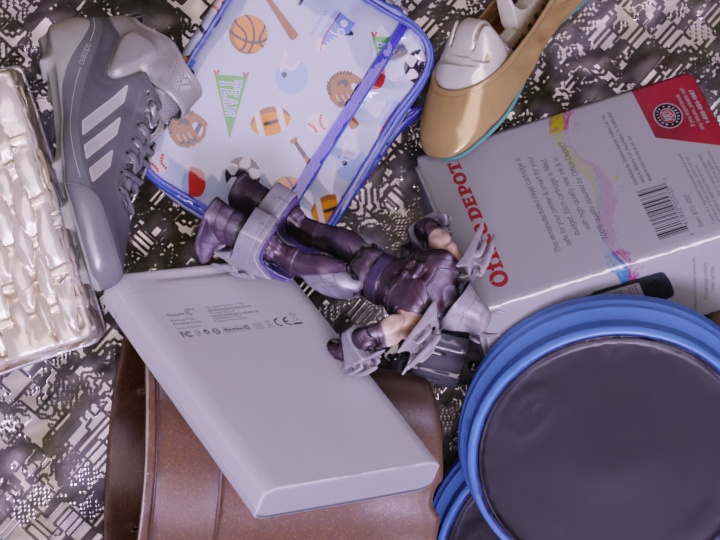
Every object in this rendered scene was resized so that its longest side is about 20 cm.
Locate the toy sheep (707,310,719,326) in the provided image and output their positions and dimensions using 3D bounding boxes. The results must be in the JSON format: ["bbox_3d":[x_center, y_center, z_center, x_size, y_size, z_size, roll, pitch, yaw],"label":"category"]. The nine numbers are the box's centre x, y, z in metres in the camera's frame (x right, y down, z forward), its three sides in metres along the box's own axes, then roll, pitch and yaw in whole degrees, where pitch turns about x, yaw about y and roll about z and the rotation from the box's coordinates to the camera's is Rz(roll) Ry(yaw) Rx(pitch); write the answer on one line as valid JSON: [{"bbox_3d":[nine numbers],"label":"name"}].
[{"bbox_3d":[0.319,0.076,1.611,0.200,0.138,0.138,40,88,-1],"label":"toy sheep"}]

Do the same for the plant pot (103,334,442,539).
[{"bbox_3d":[-0.058,0.138,1.560,0.198,0.200,0.200,5,91,-13],"label":"plant pot"}]

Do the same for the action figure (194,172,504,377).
[{"bbox_3d":[0.000,0.000,1.503,0.200,0.069,0.130,23,47,17],"label":"action figure"}]

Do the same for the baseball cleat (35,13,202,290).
[{"bbox_3d":[-0.148,-0.084,1.507,0.106,0.070,0.200,-11,63,-3],"label":"baseball cleat"}]

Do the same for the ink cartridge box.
[{"bbox_3d":[0.153,-0.030,1.585,0.200,0.083,0.146,-17,52,-3],"label":"ink cartridge box"}]

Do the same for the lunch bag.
[{"bbox_3d":[-0.046,-0.114,1.606,0.160,0.076,0.200,33,90,-7],"label":"lunch bag"}]

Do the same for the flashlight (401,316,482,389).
[{"bbox_3d":[0.130,0.073,1.631,0.200,0.068,0.068,14,124,-1],"label":"flashlight"}]

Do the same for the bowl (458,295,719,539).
[{"bbox_3d":[0.164,0.113,1.532,0.201,0.039,0.201,1,116,2],"label":"bowl"}]

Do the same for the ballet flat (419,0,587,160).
[{"bbox_3d":[0.093,-0.163,1.599,0.200,0.069,0.063,-53,134,-22],"label":"ballet flat"}]

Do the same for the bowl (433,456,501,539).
[{"bbox_3d":[0.143,0.191,1.613,0.201,0.039,0.201,-1,110,-1],"label":"bowl"}]

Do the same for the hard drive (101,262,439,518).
[{"bbox_3d":[-0.057,0.069,1.473,0.132,0.200,0.027,-6,132,-37],"label":"hard drive"}]

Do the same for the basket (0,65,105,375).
[{"bbox_3d":[-0.258,-0.027,1.564,0.135,0.123,0.200,-18,92,-5],"label":"basket"}]
